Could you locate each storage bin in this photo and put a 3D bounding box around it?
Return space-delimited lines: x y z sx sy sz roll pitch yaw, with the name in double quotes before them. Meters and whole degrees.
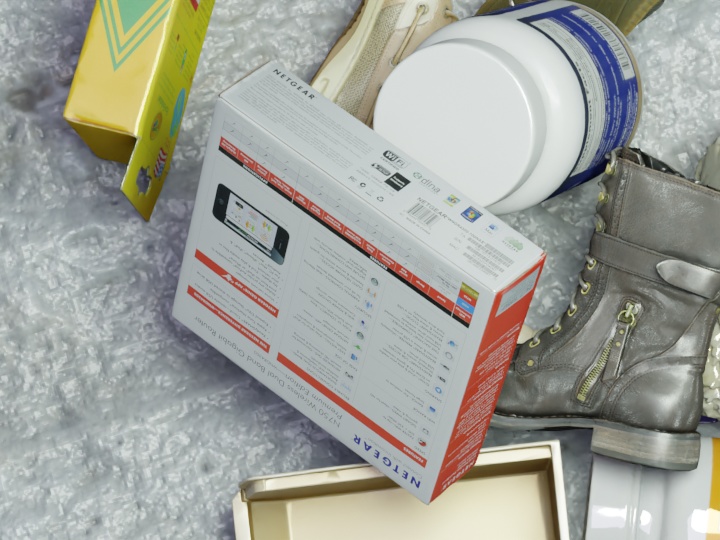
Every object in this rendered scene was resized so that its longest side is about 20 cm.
"storage bin" 0.030 0.214 1.698 0.198 0.094 0.200 -7 82 2

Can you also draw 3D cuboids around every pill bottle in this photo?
"pill bottle" 0.232 0.157 1.686 0.200 0.111 0.111 6 82 4
"pill bottle" 0.085 -0.093 1.655 0.116 0.200 0.116 4 100 21

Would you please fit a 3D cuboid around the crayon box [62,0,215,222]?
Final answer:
"crayon box" -0.130 -0.139 1.742 0.051 0.127 0.200 14 82 6

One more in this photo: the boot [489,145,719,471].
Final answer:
"boot" 0.137 0.013 1.659 0.200 0.069 0.174 14 97 28

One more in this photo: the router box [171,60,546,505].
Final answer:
"router box" -0.007 0.008 1.609 0.200 0.180 0.049 36 48 19

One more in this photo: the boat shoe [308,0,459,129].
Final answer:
"boat shoe" 0.028 -0.149 1.768 0.064 0.071 0.200 33 93 1

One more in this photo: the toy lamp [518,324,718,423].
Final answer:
"toy lamp" 0.125 0.049 1.737 0.200 0.058 0.058 17 83 6

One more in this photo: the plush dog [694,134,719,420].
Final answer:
"plush dog" 0.295 -0.002 1.680 0.171 0.160 0.200 17 61 -17

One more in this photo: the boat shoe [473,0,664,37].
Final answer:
"boat shoe" 0.155 -0.177 1.763 0.201 0.066 0.072 -35 87 18
